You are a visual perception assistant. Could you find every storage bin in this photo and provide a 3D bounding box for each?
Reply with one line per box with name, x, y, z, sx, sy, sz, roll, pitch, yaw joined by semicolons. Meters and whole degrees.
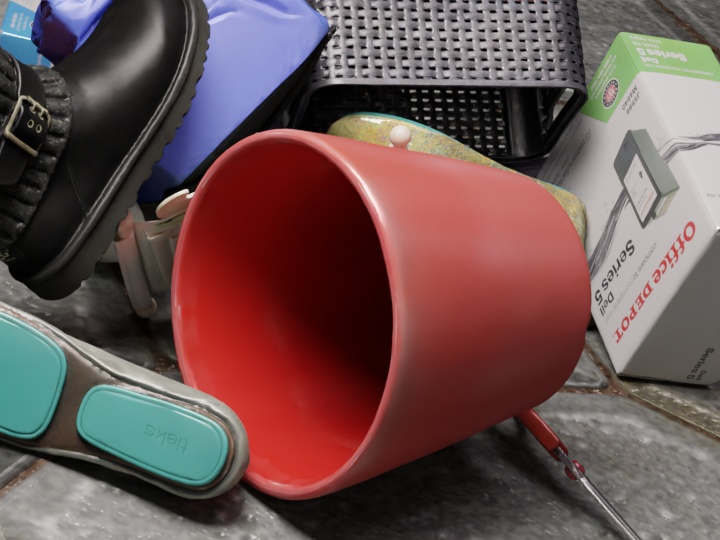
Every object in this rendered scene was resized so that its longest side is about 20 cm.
storage bin;0.047;-0.143;1.370;0.199;0.135;0.094;-1;71;-12

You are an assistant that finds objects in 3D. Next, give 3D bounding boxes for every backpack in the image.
backpack;-0.124;-0.141;1.270;0.168;0.162;0.200;50;-12;-3

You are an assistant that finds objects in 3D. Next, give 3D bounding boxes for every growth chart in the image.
growth chart;-0.055;-0.029;1.170;0.199;0.145;0.018;-19;64;-17

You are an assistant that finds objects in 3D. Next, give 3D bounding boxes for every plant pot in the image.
plant pot;0.021;0.018;1.097;0.177;0.201;0.200;-5;34;-40

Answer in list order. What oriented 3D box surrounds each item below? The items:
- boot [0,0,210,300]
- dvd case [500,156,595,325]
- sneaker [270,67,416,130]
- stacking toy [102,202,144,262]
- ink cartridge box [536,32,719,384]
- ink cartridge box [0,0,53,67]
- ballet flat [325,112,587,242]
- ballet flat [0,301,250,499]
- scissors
boot;-0.178;-0.106;1.067;0.079;0.212;0.158;-3;-34;45
dvd case;0.143;-0.022;1.426;0.199;0.016;0.149;-10;55;-44
sneaker;0.012;-0.104;1.454;0.199;0.088;0.076;27;27;14
stacking toy;-0.223;-0.066;1.226;0.200;0.146;0.146;35;24;-11
ink cartridge box;0.212;-0.043;1.358;0.084;0.146;0.201;7;43;-25
ink cartridge box;-0.166;-0.141;1.431;0.199;0.067;0.116;14;26;-10
ballet flat;0.068;-0.048;1.329;0.199;0.071;0.071;20;24;-21
ballet flat;-0.152;0.071;1.057;0.199;0.068;0.064;23;-1;6
scissors;0.117;0.109;1.165;0.200;0.014;0.073;51;1;44
